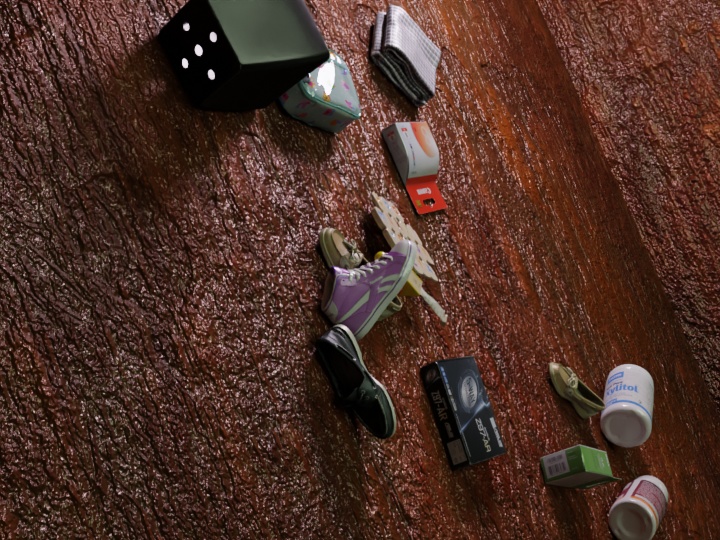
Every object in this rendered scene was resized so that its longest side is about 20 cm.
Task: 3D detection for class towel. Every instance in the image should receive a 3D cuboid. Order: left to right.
[{"bbox_3d":[0.112,-0.510,2.151,0.199,0.085,0.168,40,39,-35],"label":"towel"}]

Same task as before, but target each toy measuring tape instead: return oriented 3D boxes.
[{"bbox_3d":[0.085,0.041,1.717,0.200,0.073,0.074,48,34,-24],"label":"toy measuring tape"}]

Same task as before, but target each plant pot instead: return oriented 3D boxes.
[{"bbox_3d":[-0.203,-0.375,1.473,0.177,0.198,0.202,-33,96,-48],"label":"plant pot"}]

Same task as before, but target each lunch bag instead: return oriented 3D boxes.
[{"bbox_3d":[-0.089,-0.364,1.739,0.198,0.076,0.164,13,57,-53],"label":"lunch bag"}]

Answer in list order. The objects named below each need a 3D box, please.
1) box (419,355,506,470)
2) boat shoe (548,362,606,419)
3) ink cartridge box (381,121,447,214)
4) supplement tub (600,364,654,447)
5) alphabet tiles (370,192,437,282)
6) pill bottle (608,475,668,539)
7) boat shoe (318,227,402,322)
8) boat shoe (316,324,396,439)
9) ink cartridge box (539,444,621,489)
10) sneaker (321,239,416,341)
[{"bbox_3d":[0.199,0.272,1.749,0.159,0.043,0.204,4,65,-56],"label":"box"},{"bbox_3d":[0.532,0.290,2.231,0.201,0.062,0.074,48,34,-25],"label":"boat shoe"},{"bbox_3d":[0.137,-0.233,2.021,0.161,0.050,0.203,-16,79,-59],"label":"ink cartridge box"},{"bbox_3d":[0.705,0.356,2.386,0.133,0.130,0.201,55,31,-14],"label":"supplement tub"},{"bbox_3d":[0.084,-0.064,1.795,0.198,0.014,0.199,61,18,22],"label":"alphabet tiles"},{"bbox_3d":[0.682,0.579,2.202,0.199,0.113,0.116,-16,80,-59],"label":"pill bottle"},{"bbox_3d":[0.000,0.000,1.622,0.201,0.062,0.074,52,33,-18],"label":"boat shoe"},{"bbox_3d":[-0.011,0.186,1.458,0.066,0.074,0.203,-17,82,-57],"label":"boat shoe"},{"bbox_3d":[0.494,0.442,2.020,0.198,0.103,0.061,23,50,-48],"label":"ink cartridge box"},{"bbox_3d":[0.010,0.008,1.548,0.114,0.072,0.202,41,75,-19],"label":"sneaker"}]
